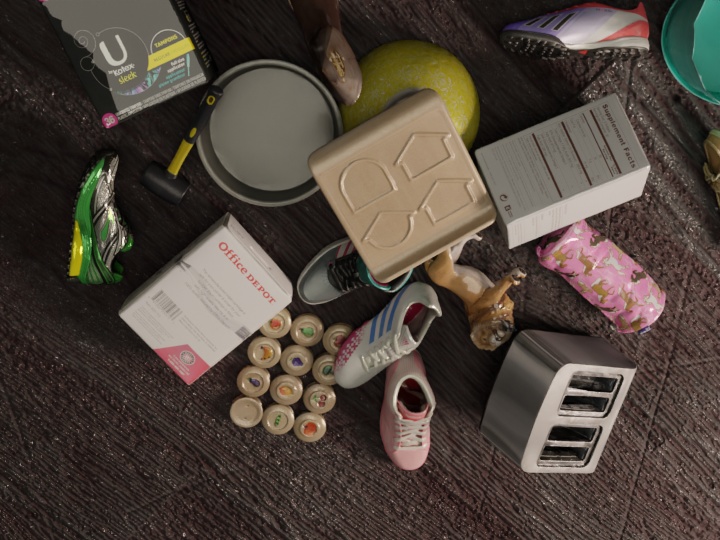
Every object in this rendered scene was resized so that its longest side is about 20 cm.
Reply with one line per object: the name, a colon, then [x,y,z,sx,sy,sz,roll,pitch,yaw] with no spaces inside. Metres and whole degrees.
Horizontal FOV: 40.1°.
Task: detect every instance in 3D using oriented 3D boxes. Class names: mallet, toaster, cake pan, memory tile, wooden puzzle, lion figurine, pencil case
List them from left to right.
mallet: [-0.239,-0.172,1.310,0.066,0.041,0.200,26,129,-4]
cake pan: [-0.122,-0.188,1.341,0.200,0.037,0.201,0,110,0]
memory tile: [-0.102,0.156,1.467,0.153,0.017,0.200,17,106,-8]
wooden puzzle: [0.054,-0.109,1.267,0.185,0.046,0.200,-29,114,3]
lion figurine: [0.153,0.018,1.416,0.200,0.072,0.123,43,119,0]
toaster: [0.277,0.182,1.409,0.200,0.119,0.181,8,108,-32]
pencil case: [0.342,0.006,1.409,0.200,0.083,0.087,40,62,-13]

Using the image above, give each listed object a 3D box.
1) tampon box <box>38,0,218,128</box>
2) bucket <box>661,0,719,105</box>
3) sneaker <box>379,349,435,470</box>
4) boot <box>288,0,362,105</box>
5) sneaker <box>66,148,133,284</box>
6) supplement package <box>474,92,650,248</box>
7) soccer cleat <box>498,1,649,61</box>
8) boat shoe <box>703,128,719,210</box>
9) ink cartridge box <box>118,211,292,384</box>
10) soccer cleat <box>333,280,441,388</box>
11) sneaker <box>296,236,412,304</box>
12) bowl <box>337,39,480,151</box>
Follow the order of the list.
tampon box: [-0.294,-0.308,1.253,0.150,0.126,0.200,-24,107,4]
bucket: [0.503,-0.309,1.287,0.207,0.135,0.208,-1,107,-3]
sneaker: [0.069,0.220,1.451,0.075,0.105,0.201,-3,109,-4]
boot: [-0.047,-0.305,1.227,0.064,0.200,0.187,-21,108,4]
sneaker: [-0.352,-0.073,1.360,0.085,0.078,0.200,7,116,-12]
supplement package: [0.268,-0.130,1.322,0.200,0.117,0.117,-22,72,3]
soccer cleat: [0.284,-0.323,1.317,0.200,0.068,0.073,2,84,0]
boat shoe: [0.522,-0.102,1.389,0.063,0.073,0.201,-29,114,2]
ink cartridge box: [-0.213,0.039,1.390,0.200,0.083,0.147,-39,105,10]
soccer cleat: [0.037,0.101,1.412,0.070,0.086,0.200,34,102,-31]
sneaker: [0.000,0.000,1.368,0.200,0.121,0.084,-32,106,8]
bowl: [0.069,-0.201,1.315,0.200,0.108,0.201,-1,108,-3]
